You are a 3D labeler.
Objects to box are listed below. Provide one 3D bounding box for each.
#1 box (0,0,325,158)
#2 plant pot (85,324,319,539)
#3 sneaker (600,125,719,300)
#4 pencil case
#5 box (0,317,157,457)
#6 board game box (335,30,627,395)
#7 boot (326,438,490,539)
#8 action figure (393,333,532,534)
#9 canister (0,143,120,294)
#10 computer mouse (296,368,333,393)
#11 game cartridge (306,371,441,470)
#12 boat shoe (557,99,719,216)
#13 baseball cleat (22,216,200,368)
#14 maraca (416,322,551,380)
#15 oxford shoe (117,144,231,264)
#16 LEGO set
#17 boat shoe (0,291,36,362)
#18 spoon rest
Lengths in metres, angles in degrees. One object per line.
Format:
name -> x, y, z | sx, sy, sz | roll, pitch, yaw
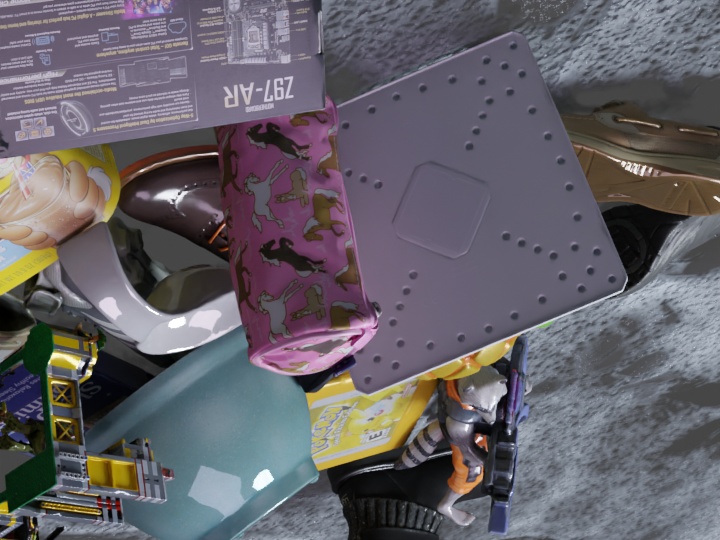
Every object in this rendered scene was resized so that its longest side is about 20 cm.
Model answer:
box -> -0.121, -0.157, 0.946 | 0.199, 0.044, 0.161 | -11, 119, -16
plant pot -> -0.116, 0.144, 1.334 | 0.200, 0.135, 0.200 | -37, 175, -3
sneaker -> 0.266, -0.040, 1.409 | 0.090, 0.076, 0.200 | 1, 146, -42
pencil case -> -0.045, -0.032, 1.114 | 0.086, 0.201, 0.083 | 6, 151, -36
box -> -0.257, 0.101, 1.364 | 0.121, 0.033, 0.200 | -31, 149, 18
board game box -> 0.058, -0.039, 1.165 | 0.199, 0.201, 0.026 | -22, 165, 5
boot -> 0.073, 0.259, 1.684 | 0.210, 0.159, 0.080 | -5, 147, -24
action figure -> 0.094, 0.158, 1.537 | 0.104, 0.201, 0.194 | 12, 142, -2
canister -> -0.262, -0.065, 1.041 | 0.148, 0.087, 0.200 | -32, 149, 18
computer mouse -> 0.000, 0.000, 1.281 | 0.046, 0.141, 0.200 | 30, 141, -11
game cartridge -> -0.026, 0.133, 1.523 | 0.199, 0.033, 0.177 | -16, 151, -27
boat shoe -> 0.195, -0.093, 1.289 | 0.199, 0.065, 0.071 | 12, 149, -16
baseball cleat -> -0.190, 0.018, 1.253 | 0.106, 0.070, 0.200 | -7, 149, 9
maraca -> 0.092, 0.027, 1.373 | 0.199, 0.107, 0.137 | -14, 148, -11
oxford shoe -> -0.087, -0.037, 1.199 | 0.199, 0.073, 0.071 | 7, 140, -38
LEGO set -> -0.223, 0.134, 1.231 | 0.115, 0.155, 0.200 | 16, 134, -43
boat shoe -> -0.291, 0.015, 1.172 | 0.068, 0.075, 0.200 | -23, 160, 3
spoon rest -> -0.134, 0.024, 1.155 | 0.099, 0.061, 0.200 | -29, 157, 15
